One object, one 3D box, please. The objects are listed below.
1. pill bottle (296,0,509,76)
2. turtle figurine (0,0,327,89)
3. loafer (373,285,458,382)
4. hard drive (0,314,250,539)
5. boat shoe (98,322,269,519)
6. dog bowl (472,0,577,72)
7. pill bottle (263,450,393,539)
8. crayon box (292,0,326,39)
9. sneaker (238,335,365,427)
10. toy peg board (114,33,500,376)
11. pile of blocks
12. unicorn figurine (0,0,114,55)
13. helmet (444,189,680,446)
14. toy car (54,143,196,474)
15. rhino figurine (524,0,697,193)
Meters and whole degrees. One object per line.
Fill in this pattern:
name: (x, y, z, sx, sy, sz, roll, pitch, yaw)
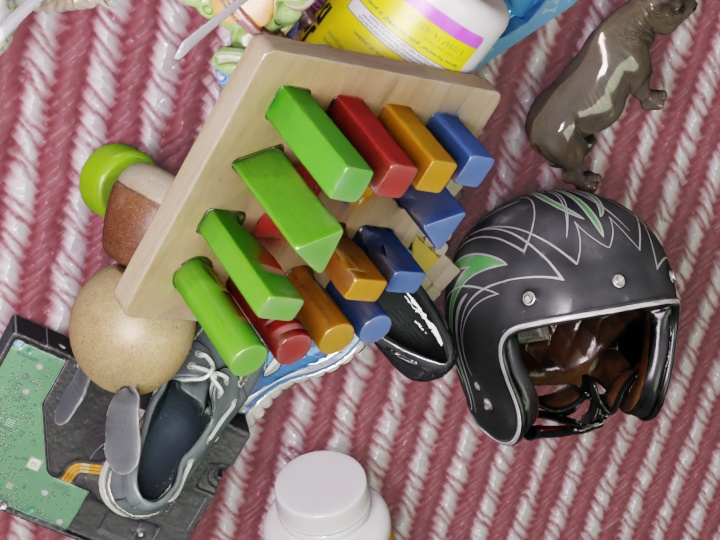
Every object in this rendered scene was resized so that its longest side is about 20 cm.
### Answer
pill bottle: (0.000, -0.121, 1.195, 0.104, 0.104, 0.200, 22, 115, -40)
turtle figurine: (-0.086, -0.207, 1.075, 0.199, 0.144, 0.195, 8, 92, -31)
loafer: (0.000, 0.000, 1.363, 0.068, 0.070, 0.201, -43, 92, -11)
hard drive: (-0.201, 0.133, 1.371, 0.199, 0.038, 0.140, 24, 106, -21)
boat shoe: (-0.115, 0.092, 1.324, 0.073, 0.062, 0.201, 38, 72, -15)
dog bowl: (0.085, -0.206, 1.313, 0.199, 0.112, 0.050, -35, 146, -7)
pill bottle: (-0.023, 0.252, 1.558, 0.109, 0.109, 0.201, -21, 130, -18)
crayon box: (-0.064, -0.223, 1.218, 0.119, 0.058, 0.200, -47, 125, 5)
sneaker: (-0.066, 0.046, 1.409, 0.200, 0.079, 0.089, -39, 136, -2)
toy peg board: (-0.012, -0.022, 1.119, 0.198, 0.098, 0.201, 5, 127, -43)
pile of blocks: (0.040, -0.071, 1.412, 0.082, 0.062, 0.201, 0, 113, -19)
unicorn figurine: (-0.211, -0.189, 1.139, 0.200, 0.074, 0.138, -46, 150, -33)
helmet: (0.159, 0.029, 1.456, 0.199, 0.200, 0.192, -11, 117, -26)
toy car: (-0.139, 0.038, 1.269, 0.157, 0.164, 0.201, 27, 90, -41)
rhino figurine: (0.205, -0.161, 1.449, 0.087, 0.060, 0.200, 29, 101, -42)
